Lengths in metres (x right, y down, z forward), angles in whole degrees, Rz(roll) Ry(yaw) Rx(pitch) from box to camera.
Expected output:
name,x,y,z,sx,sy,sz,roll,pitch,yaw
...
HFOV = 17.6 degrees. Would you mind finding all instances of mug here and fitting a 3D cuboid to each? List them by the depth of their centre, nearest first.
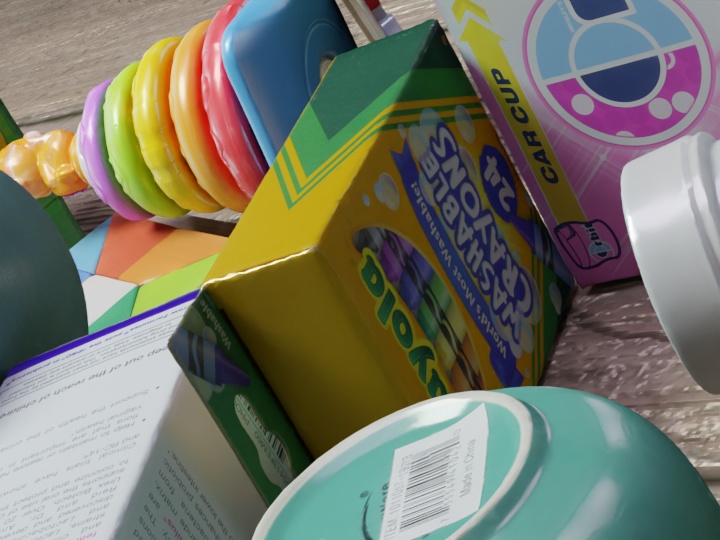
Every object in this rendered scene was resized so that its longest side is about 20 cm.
name,x,y,z,sx,sy,sz,roll,pitch,yaw
mug,0.025,0.103,0.644,0.152,0.115,0.184,-41,24,-25

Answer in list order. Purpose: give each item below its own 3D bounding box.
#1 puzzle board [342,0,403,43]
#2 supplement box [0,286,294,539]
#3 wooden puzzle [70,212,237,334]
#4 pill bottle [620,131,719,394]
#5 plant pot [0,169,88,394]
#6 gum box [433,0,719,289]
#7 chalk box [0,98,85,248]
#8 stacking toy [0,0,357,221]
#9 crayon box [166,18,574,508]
name,x,y,z,sx,sy,sz,roll,pitch,yaw
puzzle board,-0.013,-0.147,1.088,0.017,0.201,0.151,-33,12,4
supplement box,-0.084,0.108,0.792,0.103,0.102,0.200,-22,23,20
wooden puzzle,-0.129,0.028,1.109,0.185,0.037,0.199,-42,24,-25
pill bottle,0.188,-0.033,0.732,0.199,0.111,0.111,-22,23,19
plant pot,-0.204,0.035,0.934,0.199,0.202,0.161,-13,12,37
gum box,0.098,-0.101,0.870,0.113,0.201,0.066,-12,27,35
chalk box,-0.236,-0.028,1.250,0.200,0.124,0.124,-42,25,-25
stacking toy,-0.096,-0.065,1.121,0.199,0.110,0.116,-14,24,26
crayon box,0.012,0.013,0.840,0.051,0.126,0.200,-17,26,28
